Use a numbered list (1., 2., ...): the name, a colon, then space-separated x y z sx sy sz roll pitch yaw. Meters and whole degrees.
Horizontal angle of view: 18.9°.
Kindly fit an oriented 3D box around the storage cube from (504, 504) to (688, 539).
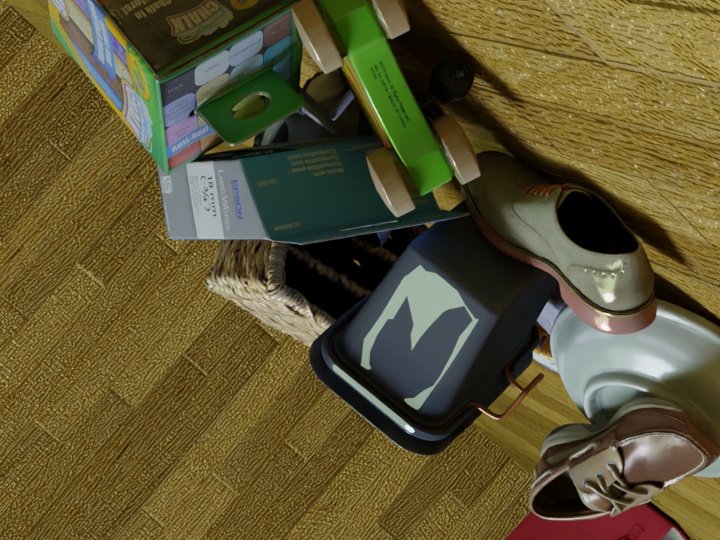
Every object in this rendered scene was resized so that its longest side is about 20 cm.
1. storage cube: 0.336 0.387 2.989 0.180 0.171 0.200 39 175 34

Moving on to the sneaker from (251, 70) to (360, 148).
1. sneaker: -0.037 -0.100 1.742 0.079 0.074 0.200 32 -145 9

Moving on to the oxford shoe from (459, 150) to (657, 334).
1. oxford shoe: 0.139 -0.039 1.503 0.200 0.071 0.074 42 147 40

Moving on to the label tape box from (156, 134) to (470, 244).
1. label tape box: -0.036 -0.060 1.557 0.200 0.144 0.063 2 101 59

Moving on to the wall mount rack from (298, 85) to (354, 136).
1. wall mount rack: -0.078 -0.192 1.656 0.200 0.075 0.174 38 178 27

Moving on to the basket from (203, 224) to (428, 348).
1. basket: 0.000 0.000 1.802 0.200 0.143 0.149 32 168 -23

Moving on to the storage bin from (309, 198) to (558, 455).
1. storage bin: 0.082 0.025 1.590 0.146 0.134 0.200 40 -141 10

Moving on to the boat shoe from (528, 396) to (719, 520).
1. boat shoe: 0.193 0.149 1.599 0.076 0.072 0.200 40 150 -11

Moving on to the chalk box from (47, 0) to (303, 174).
1. chalk box: -0.120 -0.164 1.531 0.200 0.124 0.124 52 161 22

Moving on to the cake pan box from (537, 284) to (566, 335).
1. cake pan box: 0.205 0.052 1.767 0.184 0.052 0.200 38 174 43

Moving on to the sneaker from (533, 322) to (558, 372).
1. sneaker: 0.151 0.047 1.982 0.200 0.075 0.088 37 174 37

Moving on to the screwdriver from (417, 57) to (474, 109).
1. screwdriver: 0.056 -0.127 1.501 0.028 0.029 0.200 44 179 -3

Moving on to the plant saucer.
1. plant saucer: 0.224 0.100 1.621 0.200 0.050 0.200 26 150 16

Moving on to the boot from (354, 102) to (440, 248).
1. boot: 0.020 -0.078 1.683 0.075 0.097 0.200 24 173 12

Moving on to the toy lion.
1. toy lion: 0.002 -0.141 1.446 0.200 0.069 0.192 62 180 -37
